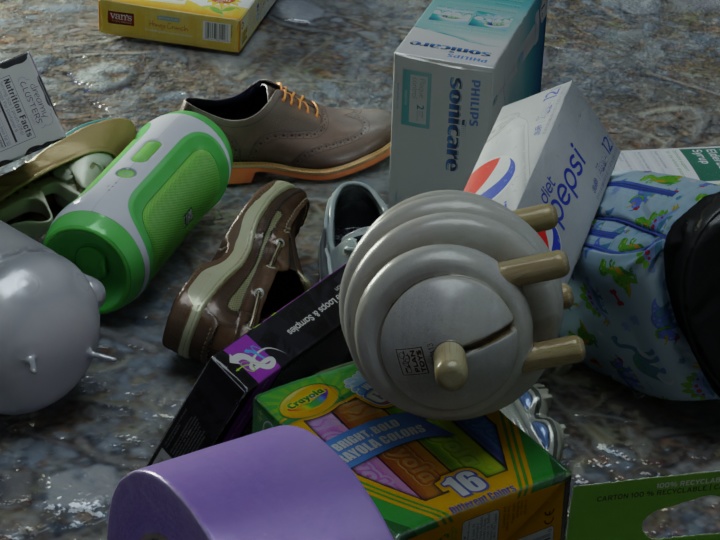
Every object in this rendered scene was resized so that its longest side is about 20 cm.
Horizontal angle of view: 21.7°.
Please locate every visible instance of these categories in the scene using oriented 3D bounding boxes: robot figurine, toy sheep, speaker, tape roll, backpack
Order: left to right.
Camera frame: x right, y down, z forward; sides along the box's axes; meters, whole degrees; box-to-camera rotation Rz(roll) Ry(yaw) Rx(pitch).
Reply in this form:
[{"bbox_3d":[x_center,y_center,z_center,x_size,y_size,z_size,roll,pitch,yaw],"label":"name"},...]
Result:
[{"bbox_3d":[-0.254,0.025,1.265,0.199,0.114,0.169,27,34,36],"label":"robot figurine"},{"bbox_3d":[-0.165,-0.047,1.419,0.088,0.089,0.200,11,32,14],"label":"speaker"},{"bbox_3d":[-0.048,0.184,0.928,0.085,0.201,0.200,-14,34,-27],"label":"tape roll"},{"bbox_3d":[0.053,0.020,1.041,0.137,0.139,0.200,4,14,2],"label":"toy sheep"},{"bbox_3d":[0.200,0.006,1.294,0.153,0.164,0.200,-30,29,-6],"label":"backpack"}]

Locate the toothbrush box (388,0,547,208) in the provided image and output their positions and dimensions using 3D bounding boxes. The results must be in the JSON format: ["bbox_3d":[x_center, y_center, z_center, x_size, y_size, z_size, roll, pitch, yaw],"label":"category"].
[{"bbox_3d":[0.090,-0.144,1.545,0.085,0.147,0.200,10,32,13],"label":"toothbrush box"}]

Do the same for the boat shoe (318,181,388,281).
[{"bbox_3d":[0.001,0.000,1.367,0.070,0.072,0.201,-2,31,-8],"label":"boat shoe"}]

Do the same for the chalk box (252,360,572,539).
[{"bbox_3d":[0.012,0.132,1.096,0.123,0.126,0.200,-16,34,-29],"label":"chalk box"}]

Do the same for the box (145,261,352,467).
[{"bbox_3d":[-0.047,0.063,1.191,0.036,0.143,0.200,44,43,12],"label":"box"}]

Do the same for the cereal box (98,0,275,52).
[{"bbox_3d":[-0.158,-0.278,1.856,0.143,0.040,0.200,9,31,11],"label":"cereal box"}]

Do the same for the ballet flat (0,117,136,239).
[{"bbox_3d":[-0.242,-0.055,1.459,0.199,0.069,0.063,-30,52,-29],"label":"ballet flat"}]

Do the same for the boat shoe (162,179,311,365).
[{"bbox_3d":[-0.070,0.009,1.361,0.074,0.075,0.203,24,40,8],"label":"boat shoe"}]

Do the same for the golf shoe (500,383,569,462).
[{"bbox_3d":[0.059,0.079,1.237,0.097,0.079,0.200,-10,32,-14],"label":"golf shoe"}]

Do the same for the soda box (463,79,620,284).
[{"bbox_3d":[0.108,-0.036,1.246,0.063,0.068,0.201,-18,32,38],"label":"soda box"}]

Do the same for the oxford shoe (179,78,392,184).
[{"bbox_3d":[-0.055,-0.120,1.562,0.199,0.073,0.071,-8,32,-18],"label":"oxford shoe"}]

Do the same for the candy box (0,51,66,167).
[{"bbox_3d":[-0.339,-0.083,1.383,0.199,0.072,0.167,-27,9,-26],"label":"candy box"}]

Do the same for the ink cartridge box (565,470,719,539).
[{"bbox_3d":[0.169,0.199,0.918,0.147,0.201,0.076,-4,31,-11],"label":"ink cartridge box"}]

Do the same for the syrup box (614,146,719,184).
[{"bbox_3d":[0.246,-0.044,1.451,0.198,0.082,0.079,-4,32,-8],"label":"syrup box"}]
